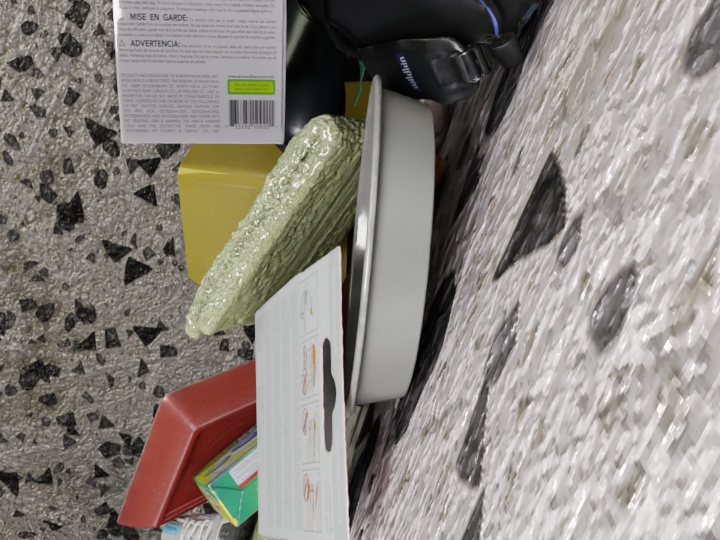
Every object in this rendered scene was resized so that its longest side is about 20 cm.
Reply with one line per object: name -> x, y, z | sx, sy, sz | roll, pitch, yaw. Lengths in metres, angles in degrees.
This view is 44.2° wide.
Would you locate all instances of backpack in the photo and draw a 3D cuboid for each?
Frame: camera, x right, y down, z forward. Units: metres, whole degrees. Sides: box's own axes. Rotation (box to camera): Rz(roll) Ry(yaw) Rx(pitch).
backpack -> 0.029, -0.210, 0.574 | 0.154, 0.200, 0.190 | -46, 6, -16

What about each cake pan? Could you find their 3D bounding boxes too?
cake pan -> 0.015, -0.013, 0.538 | 0.200, 0.036, 0.206 | -175, 90, -88

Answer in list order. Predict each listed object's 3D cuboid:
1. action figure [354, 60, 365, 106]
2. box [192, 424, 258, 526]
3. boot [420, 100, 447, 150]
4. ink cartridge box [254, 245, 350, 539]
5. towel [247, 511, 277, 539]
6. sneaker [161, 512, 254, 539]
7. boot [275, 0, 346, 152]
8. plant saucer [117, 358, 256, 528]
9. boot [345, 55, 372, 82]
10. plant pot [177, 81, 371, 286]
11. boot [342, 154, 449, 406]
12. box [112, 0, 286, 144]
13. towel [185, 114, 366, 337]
action figure -> 0.023, -0.255, 0.788 | 0.119, 0.054, 0.203 | 128, 149, -45
box -> -0.095, 0.177, 0.834 | 0.117, 0.049, 0.200 | -38, -1, -19
boot -> 0.051, -0.165, 0.833 | 0.201, 0.069, 0.149 | -78, 7, -61
ink cartridge box -> -0.025, 0.087, 0.566 | 0.200, 0.046, 0.164 | 146, 124, -65
towel -> -0.093, 0.255, 0.951 | 0.200, 0.036, 0.151 | -87, 18, -75
sneaker -> -0.164, 0.283, 0.916 | 0.201, 0.085, 0.076 | 122, 171, -60
boot -> -0.035, -0.215, 0.732 | 0.168, 0.074, 0.205 | 118, 158, -71
plant saucer -> -0.143, 0.179, 0.929 | 0.198, 0.037, 0.202 | -18, -37, -47
boot -> 0.053, -0.268, 0.966 | 0.199, 0.068, 0.190 | -7, -48, -59
plant pot -> -0.076, -0.066, 0.891 | 0.202, 0.172, 0.203 | -72, -12, -50
boot -> 0.000, 0.000, 0.741 | 0.188, 0.067, 0.204 | 149, 142, -83
box -> -0.114, -0.168, 0.642 | 0.201, 0.110, 0.104 | -109, 20, -65
towel -> -0.049, -0.035, 0.680 | 0.201, 0.036, 0.148 | -54, -15, 22
